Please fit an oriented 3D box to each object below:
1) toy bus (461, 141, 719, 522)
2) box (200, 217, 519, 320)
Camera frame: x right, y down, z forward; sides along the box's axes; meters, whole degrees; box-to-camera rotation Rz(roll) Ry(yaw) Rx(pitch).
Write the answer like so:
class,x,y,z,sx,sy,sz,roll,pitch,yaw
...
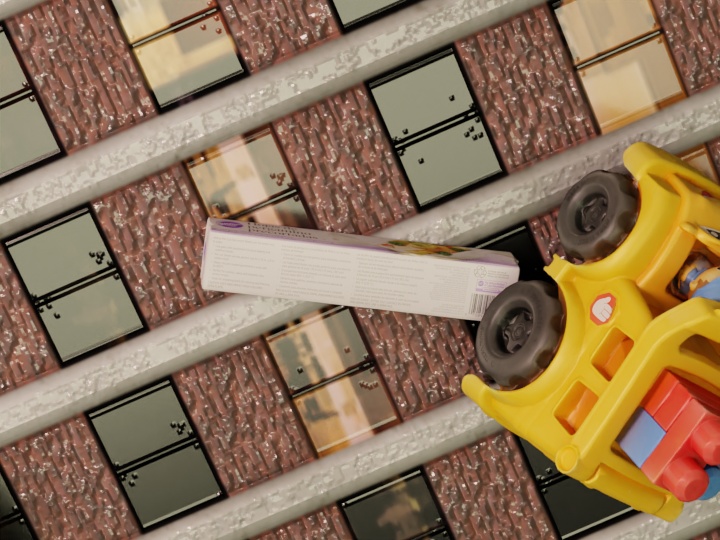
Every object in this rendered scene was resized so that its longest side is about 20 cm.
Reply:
class,x,y,z,sx,sy,sz,roll,pitch,yaw
toy bus,0.185,0.050,1.351,0.136,0.192,0.200,27,101,-34
box,0.000,0.000,1.415,0.199,0.039,0.042,6,105,-7
